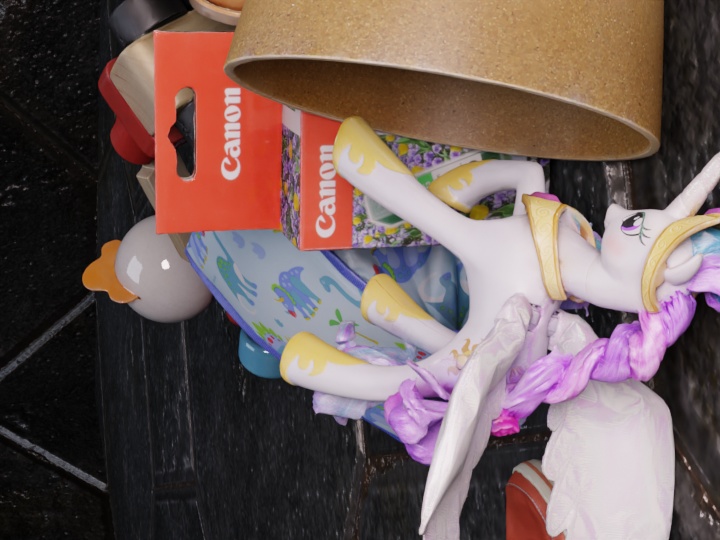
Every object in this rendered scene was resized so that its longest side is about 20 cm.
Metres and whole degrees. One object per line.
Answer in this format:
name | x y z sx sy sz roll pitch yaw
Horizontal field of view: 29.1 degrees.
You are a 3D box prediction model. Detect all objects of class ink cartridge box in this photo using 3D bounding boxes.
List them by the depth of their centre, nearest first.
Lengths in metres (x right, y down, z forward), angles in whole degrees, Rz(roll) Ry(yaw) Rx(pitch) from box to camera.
ink cartridge box | -0.002 -0.068 0.702 0.050 0.198 0.110 -137 47 -68

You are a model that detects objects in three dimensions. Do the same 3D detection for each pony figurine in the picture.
pony figurine | 0.059 0.035 0.576 0.199 0.166 0.195 15 90 42

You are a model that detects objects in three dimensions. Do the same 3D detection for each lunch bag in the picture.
lunch bag | 0.000 0.000 0.858 0.200 0.127 0.170 52 154 12

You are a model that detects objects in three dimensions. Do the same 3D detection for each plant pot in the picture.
plant pot | 0.052 -0.163 0.590 0.186 0.185 0.202 -179 101 -74

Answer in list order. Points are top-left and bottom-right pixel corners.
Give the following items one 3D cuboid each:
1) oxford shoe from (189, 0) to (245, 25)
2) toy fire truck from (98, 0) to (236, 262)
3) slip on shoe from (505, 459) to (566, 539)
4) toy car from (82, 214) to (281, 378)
oxford shoe | -0.049 -0.207 0.788 0.201 0.071 0.072 -71 -4 -47
toy fire truck | -0.089 -0.110 0.919 0.129 0.176 0.200 54 148 1
slip on shoe | 0.087 0.196 0.691 0.074 0.061 0.202 176 92 -76
toy car | -0.147 -0.016 1.230 0.177 0.198 0.185 -111 24 -47
